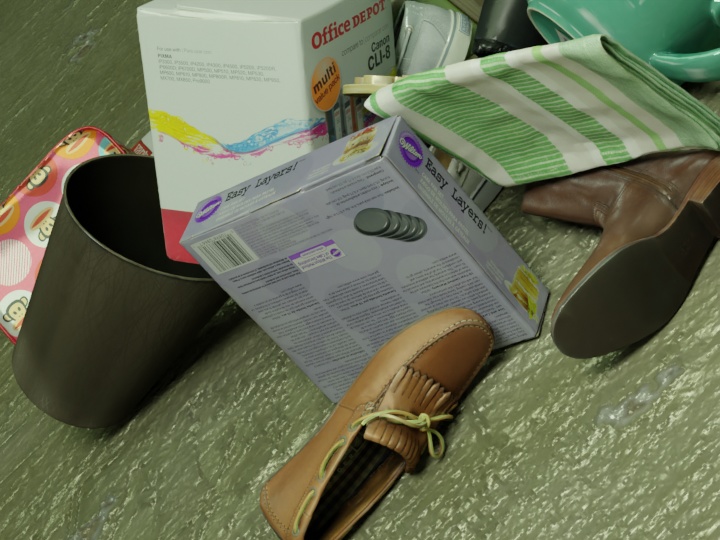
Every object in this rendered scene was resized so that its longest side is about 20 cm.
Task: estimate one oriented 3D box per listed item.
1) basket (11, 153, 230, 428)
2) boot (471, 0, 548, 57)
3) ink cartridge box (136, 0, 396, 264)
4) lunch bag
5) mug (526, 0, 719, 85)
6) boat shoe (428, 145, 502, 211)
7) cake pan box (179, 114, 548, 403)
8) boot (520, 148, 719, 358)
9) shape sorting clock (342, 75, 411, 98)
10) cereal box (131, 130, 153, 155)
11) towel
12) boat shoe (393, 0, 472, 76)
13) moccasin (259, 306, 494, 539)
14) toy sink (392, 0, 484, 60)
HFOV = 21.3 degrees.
[{"bbox_3d":[-0.194,0.024,1.554,0.200,0.180,0.136,-56,44,36],"label":"basket"},{"bbox_3d":[0.123,-0.239,1.453,0.073,0.198,0.163,19,94,21],"label":"boot"},{"bbox_3d":[-0.063,-0.119,1.444,0.144,0.201,0.145,7,26,28],"label":"ink cartridge box"},{"bbox_3d":[-0.250,-0.012,1.732,0.200,0.082,0.176,-44,64,1],"label":"lunch bag"},{"bbox_3d":[0.193,-0.195,1.354,0.114,0.152,0.185,-45,16,-1],"label":"mug"},{"bbox_3d":[0.041,-0.040,1.443,0.200,0.070,0.071,-53,30,-15],"label":"boat shoe"},{"bbox_3d":[0.000,0.000,1.327,0.200,0.184,0.052,-23,31,36],"label":"cake pan box"},{"bbox_3d":[0.151,-0.030,1.291,0.186,0.064,0.200,-38,30,-15],"label":"boot"},{"bbox_3d":[0.087,-0.126,1.356,0.200,0.200,0.039,13,97,57],"label":"shape sorting clock"},{"bbox_3d":[-0.244,-0.036,1.843,0.200,0.040,0.144,-45,30,0],"label":"cereal box"},{"bbox_3d":[0.119,-0.099,1.232,0.200,0.152,0.023,-6,65,44],"label":"towel"},{"bbox_3d":[0.017,-0.130,1.528,0.070,0.071,0.201,-90,26,-57],"label":"boat shoe"},{"bbox_3d":[0.017,0.109,1.280,0.201,0.074,0.078,-43,37,-3],"label":"moccasin"},{"bbox_3d":[0.043,-0.210,1.596,0.130,0.200,0.112,-33,60,18],"label":"toy sink"}]
